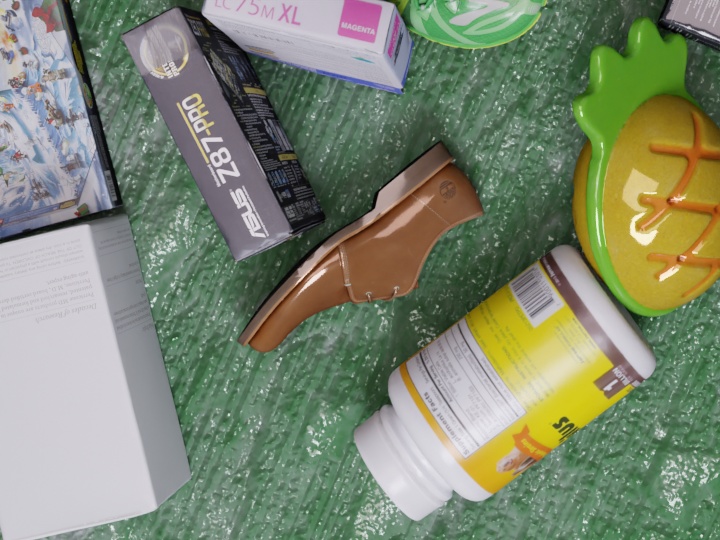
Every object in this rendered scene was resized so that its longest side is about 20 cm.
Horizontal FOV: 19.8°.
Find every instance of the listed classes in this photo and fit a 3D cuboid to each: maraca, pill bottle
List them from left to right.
[{"bbox_3d":[0.095,0.081,1.409,0.199,0.109,0.110,-37,90,9],"label":"pill bottle"},{"bbox_3d":[0.193,-0.066,1.370,0.106,0.137,0.201,8,124,44],"label":"maraca"}]

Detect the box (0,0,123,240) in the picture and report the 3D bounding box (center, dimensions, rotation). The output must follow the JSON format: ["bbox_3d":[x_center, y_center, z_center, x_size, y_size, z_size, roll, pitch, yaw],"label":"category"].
[{"bbox_3d":[-0.261,-0.125,1.470,0.136,0.040,0.202,-14,93,7],"label":"box"}]

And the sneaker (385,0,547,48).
[{"bbox_3d":[0.029,-0.201,1.405,0.198,0.084,0.075,17,97,5],"label":"sneaker"}]

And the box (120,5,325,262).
[{"bbox_3d":[-0.085,-0.091,1.370,0.049,0.200,0.162,-25,92,7],"label":"box"}]

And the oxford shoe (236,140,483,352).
[{"bbox_3d":[0.000,0.000,1.436,0.200,0.071,0.071,-39,95,8],"label":"oxford shoe"}]

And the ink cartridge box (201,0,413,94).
[{"bbox_3d":[-0.029,-0.157,1.360,0.118,0.200,0.042,14,87,6],"label":"ink cartridge box"}]

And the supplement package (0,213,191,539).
[{"bbox_3d":[-0.205,0.073,1.443,0.116,0.117,0.202,-13,93,8],"label":"supplement package"}]

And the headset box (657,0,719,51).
[{"bbox_3d":[0.320,-0.207,1.363,0.199,0.093,0.175,22,97,4],"label":"headset box"}]
